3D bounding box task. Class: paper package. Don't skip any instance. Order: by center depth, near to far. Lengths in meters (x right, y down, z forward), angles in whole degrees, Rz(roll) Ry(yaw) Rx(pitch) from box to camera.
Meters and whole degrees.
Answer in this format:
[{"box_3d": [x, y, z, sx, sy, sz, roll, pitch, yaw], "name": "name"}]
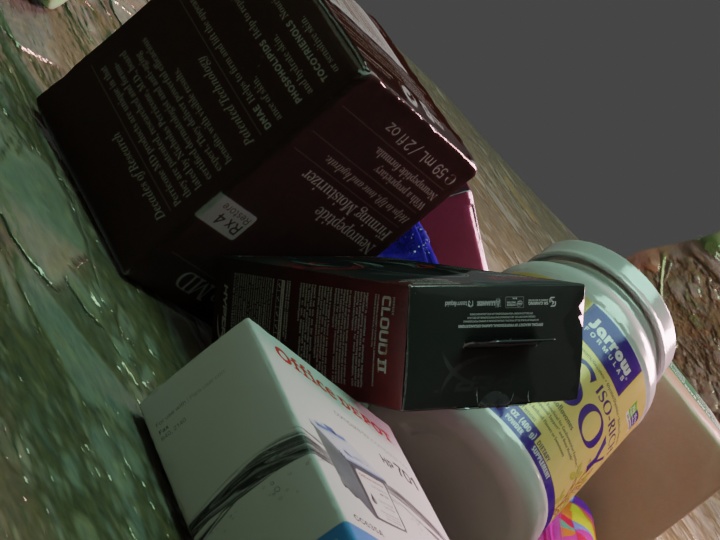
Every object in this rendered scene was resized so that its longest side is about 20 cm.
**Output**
[{"box_3d": [0.163, 0.125, 1.556, 0.200, 0.190, 0.103, 51, 11, -1], "name": "paper package"}]

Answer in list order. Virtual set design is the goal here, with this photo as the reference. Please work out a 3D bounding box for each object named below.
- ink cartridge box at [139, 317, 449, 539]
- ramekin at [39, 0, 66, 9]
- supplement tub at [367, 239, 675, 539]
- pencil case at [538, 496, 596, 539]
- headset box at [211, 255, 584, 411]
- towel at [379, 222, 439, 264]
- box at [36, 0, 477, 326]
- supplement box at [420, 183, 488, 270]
[{"box_3d": [-0.018, 0.142, 1.037, 0.146, 0.086, 0.200, 40, 16, -44], "name": "ink cartridge box"}, {"box_3d": [-0.204, -0.303, 1.496, 0.098, 0.200, 0.200, 41, 11, -5], "name": "ramekin"}, {"box_3d": [0.112, 0.084, 1.367, 0.145, 0.200, 0.146, 28, -39, 26], "name": "supplement tub"}, {"box_3d": [0.131, 0.215, 1.406, 0.088, 0.088, 0.200, 49, 10, -9], "name": "pencil case"}, {"box_3d": [0.028, 0.036, 1.202, 0.148, 0.075, 0.200, 0, 6, -41], "name": "headset box"}, {"box_3d": [0.000, 0.000, 1.498, 0.147, 0.050, 0.200, 2, 31, -19], "name": "towel"}, {"box_3d": [-0.066, -0.087, 1.300, 0.166, 0.200, 0.164, 35, 19, -54], "name": "box"}, {"box_3d": [0.046, -0.041, 1.762, 0.200, 0.103, 0.131, -109, -176, -64], "name": "supplement box"}]
